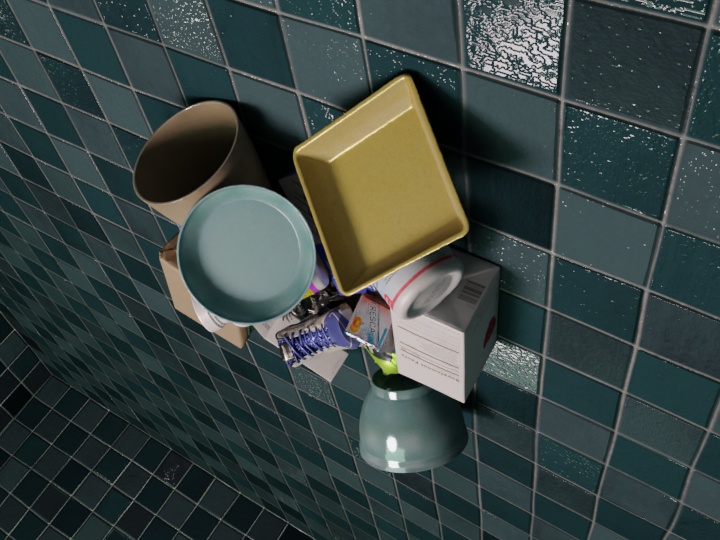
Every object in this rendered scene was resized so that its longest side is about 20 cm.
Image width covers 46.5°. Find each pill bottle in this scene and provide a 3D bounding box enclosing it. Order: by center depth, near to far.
[{"bbox_3d":[0.038,-0.044,1.100,0.201,0.108,0.109,53,159,22],"label":"pill bottle"},{"bbox_3d":[-0.154,0.018,1.273,0.105,0.198,0.104,62,-171,-17],"label":"pill bottle"}]

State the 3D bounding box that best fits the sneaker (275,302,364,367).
[{"bbox_3d":[-0.073,0.115,1.376,0.081,0.114,0.199,62,159,-8],"label":"sneaker"}]

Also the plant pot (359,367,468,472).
[{"bbox_3d":[0.085,0.244,1.481,0.198,0.199,0.136,9,116,43],"label":"plant pot"}]

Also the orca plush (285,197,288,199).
[{"bbox_3d":[-0.114,-0.056,1.355,0.105,0.071,0.199,46,152,-17],"label":"orca plush"}]

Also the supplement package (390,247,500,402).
[{"bbox_3d":[0.125,0.076,1.216,0.118,0.122,0.201,22,150,21],"label":"supplement package"}]

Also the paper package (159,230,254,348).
[{"bbox_3d":[-0.288,0.033,1.671,0.189,0.104,0.201,30,151,15],"label":"paper package"}]

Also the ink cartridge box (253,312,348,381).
[{"bbox_3d":[-0.129,0.118,1.576,0.199,0.068,0.115,37,176,-20],"label":"ink cartridge box"}]

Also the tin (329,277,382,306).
[{"bbox_3d":[0.000,0.000,1.343,0.112,0.042,0.199,40,154,-14],"label":"tin"}]

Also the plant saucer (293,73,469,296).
[{"bbox_3d":[0.029,-0.098,1.007,0.198,0.048,0.203,-28,77,35],"label":"plant saucer"}]

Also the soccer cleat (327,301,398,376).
[{"bbox_3d":[0.010,0.099,1.468,0.199,0.067,0.082,37,125,18],"label":"soccer cleat"}]

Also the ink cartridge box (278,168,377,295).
[{"bbox_3d":[-0.037,-0.062,1.229,0.093,0.044,0.202,-9,113,54],"label":"ink cartridge box"}]

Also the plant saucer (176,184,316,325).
[{"bbox_3d":[-0.159,-0.024,1.189,0.200,0.200,0.036,42,-168,-11],"label":"plant saucer"}]

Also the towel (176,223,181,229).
[{"bbox_3d":[-0.278,-0.106,1.381,0.202,0.024,0.147,60,-168,4],"label":"towel"}]

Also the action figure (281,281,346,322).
[{"bbox_3d":[-0.116,0.034,1.377,0.197,0.103,0.119,17,168,19],"label":"action figure"}]

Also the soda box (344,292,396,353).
[{"bbox_3d":[0.044,0.086,1.292,0.063,0.069,0.200,26,-178,20],"label":"soda box"}]

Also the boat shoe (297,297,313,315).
[{"bbox_3d":[-0.168,0.009,1.533,0.198,0.061,0.076,29,153,16],"label":"boat shoe"}]

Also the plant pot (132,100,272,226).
[{"bbox_3d":[-0.211,-0.119,1.281,0.185,0.189,0.200,14,156,37],"label":"plant pot"}]
